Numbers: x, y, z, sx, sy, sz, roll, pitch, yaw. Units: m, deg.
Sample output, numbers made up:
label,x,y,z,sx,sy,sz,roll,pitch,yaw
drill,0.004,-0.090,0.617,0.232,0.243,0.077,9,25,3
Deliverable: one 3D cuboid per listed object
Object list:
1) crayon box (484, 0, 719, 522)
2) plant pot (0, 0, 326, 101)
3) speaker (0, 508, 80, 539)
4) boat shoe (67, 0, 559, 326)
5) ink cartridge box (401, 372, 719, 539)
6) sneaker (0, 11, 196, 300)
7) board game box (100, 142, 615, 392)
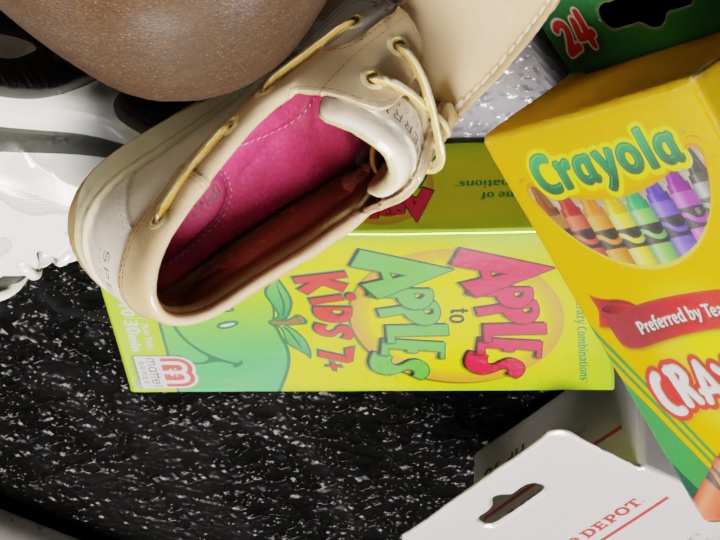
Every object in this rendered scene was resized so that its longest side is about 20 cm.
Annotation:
label,x,y,z,sx,sy,sz,roll,pitch,yaw
crayon box,0.122,-0.009,0.804,0.200,0.051,0.127,59,152,-9
plant pot,-0.064,-0.140,0.695,0.186,0.187,0.200,2,155,4
speaker,-0.192,0.145,1.110,0.200,0.081,0.081,24,137,-22
boat shoe,-0.003,-0.048,0.792,0.200,0.069,0.074,-39,124,-4
ink cartridge box,0.128,0.102,1.022,0.200,0.068,0.116,25,137,-26
sneaker,-0.103,-0.028,0.866,0.200,0.076,0.116,14,125,-22
board game box,0.000,0.000,0.935,0.199,0.048,0.102,0,140,8
